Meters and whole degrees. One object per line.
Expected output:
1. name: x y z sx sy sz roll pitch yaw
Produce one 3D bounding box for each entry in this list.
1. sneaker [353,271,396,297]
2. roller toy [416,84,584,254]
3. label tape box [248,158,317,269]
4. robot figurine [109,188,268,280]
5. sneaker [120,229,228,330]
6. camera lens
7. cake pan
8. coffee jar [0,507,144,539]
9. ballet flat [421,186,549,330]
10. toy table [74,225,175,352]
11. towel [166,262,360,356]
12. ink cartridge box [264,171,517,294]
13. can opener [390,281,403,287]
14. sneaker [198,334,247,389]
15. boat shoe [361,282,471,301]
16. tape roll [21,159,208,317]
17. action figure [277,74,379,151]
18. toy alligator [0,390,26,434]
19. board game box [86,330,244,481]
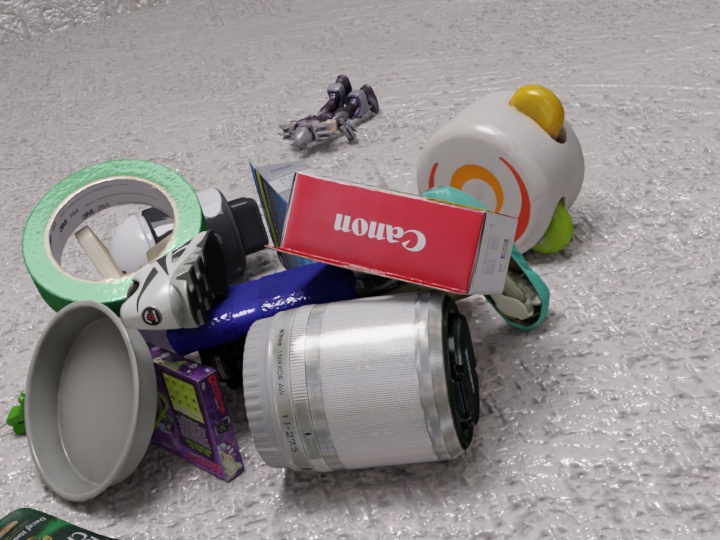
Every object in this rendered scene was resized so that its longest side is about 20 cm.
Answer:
1. sneaker: 0.000 0.000 1.378 0.200 0.075 0.087 -26 -16 38
2. roller toy: 0.173 -0.122 1.479 0.182 0.200 0.140 0 28 37
3. label tape box: -0.072 -0.058 1.518 0.066 0.143 0.200 -20 27 -11
4. robot figurine: -0.223 -0.031 1.566 0.200 0.150 0.125 -20 60 -14
5. sneaker: -0.189 0.011 1.220 0.088 0.074 0.200 -12 12 10
6. camera lens: 0.006 0.106 1.143 0.200 0.160 0.160 -8 27 12
7. cake pan: -0.271 0.130 1.217 0.200 0.200 0.037 15 5 44
8. coffee jar: -0.239 0.269 1.024 0.200 0.085 0.104 5 32 32
9. ballet flat: 0.137 -0.008 1.281 0.067 0.200 0.070 -35 27 23
10. toy table: -0.260 0.037 1.409 0.200 0.184 0.117 -26 42 -10
11. towel: -0.100 0.041 1.265 0.200 0.050 0.148 -16 12 0
12. ink cartridge box: 0.033 -0.036 1.179 0.200 0.084 0.176 13 4 19
13. can opener: 0.057 -0.019 1.401 0.053 0.067 0.200 -11 -7 -28
14. sneaker: -0.108 0.095 1.318 0.098 0.071 0.200 -31 29 -32
15. boat shoe: 0.042 0.052 1.356 0.201 0.063 0.073 -17 -10 -18
16. tape roll: -0.269 -0.033 1.333 0.200 0.048 0.200 -3 53 4
17. action figure: -0.051 -0.244 1.967 0.130 0.069 0.200 13 40 30
18. toy alligator: -0.352 0.150 1.343 0.200 0.054 0.059 -10 26 6
19. board game box: -0.202 0.132 1.236 0.032 0.120 0.200 -28 30 -37
